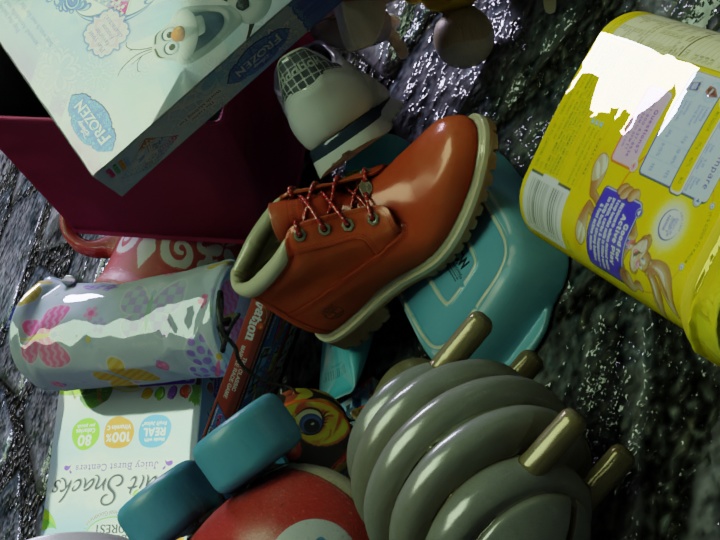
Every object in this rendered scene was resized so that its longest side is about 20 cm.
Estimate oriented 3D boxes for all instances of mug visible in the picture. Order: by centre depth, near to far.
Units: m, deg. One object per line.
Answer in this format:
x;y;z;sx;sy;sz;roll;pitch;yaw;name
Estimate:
-0.147;-0.063;1.156;0.133;0.177;0.201;-9;58;65;mug

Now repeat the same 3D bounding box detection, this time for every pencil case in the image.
-0.172;0.043;1.044;0.198;0.083;0.091;-5;57;24;pencil case

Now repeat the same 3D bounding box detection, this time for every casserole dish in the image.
0.065;-0.009;0.882;0.122;0.039;0.200;-56;31;20;casserole dish

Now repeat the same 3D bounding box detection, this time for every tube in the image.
0.000;0.000;0.982;0.077;0.050;0.202;131;151;-69;tube

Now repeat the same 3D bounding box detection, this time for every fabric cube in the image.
-0.151;-0.152;1.034;0.194;0.200;0.202;2;68;14;fabric cube

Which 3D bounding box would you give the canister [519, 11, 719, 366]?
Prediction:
0.173;-0.046;0.672;0.149;0.086;0.200;-63;27;8;canister

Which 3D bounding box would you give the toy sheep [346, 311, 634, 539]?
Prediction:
0.063;0.111;0.707;0.139;0.137;0.200;-59;35;14;toy sheep

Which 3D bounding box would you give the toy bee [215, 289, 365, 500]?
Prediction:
-0.041;0.124;0.883;0.131;0.108;0.202;-98;9;-60;toy bee

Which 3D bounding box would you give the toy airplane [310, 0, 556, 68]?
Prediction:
0.047;-0.200;0.947;0.198;0.142;0.200;-29;20;3;toy airplane

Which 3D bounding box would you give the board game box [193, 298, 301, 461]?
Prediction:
-0.072;0.065;0.994;0.201;0.019;0.103;-69;-11;16;board game box

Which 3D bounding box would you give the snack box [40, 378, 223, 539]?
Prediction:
-0.178;0.147;1.085;0.141;0.053;0.202;-6;69;25;snack box

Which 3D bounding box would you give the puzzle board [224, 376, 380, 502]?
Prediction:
-0.049;0.182;0.962;0.200;0.017;0.152;-40;38;41;puzzle board

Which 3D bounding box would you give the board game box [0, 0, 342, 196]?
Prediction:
-0.143;-0.187;0.900;0.199;0.043;0.200;-40;65;3;board game box

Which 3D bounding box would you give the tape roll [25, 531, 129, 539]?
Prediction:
-0.201;0.304;0.942;0.203;0.202;0.139;-56;31;19;tape roll

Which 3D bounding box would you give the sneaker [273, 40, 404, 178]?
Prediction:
-0.021;-0.123;0.945;0.076;0.081;0.200;-37;8;4;sneaker

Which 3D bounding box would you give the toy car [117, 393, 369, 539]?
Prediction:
-0.085;0.206;0.744;0.177;0.185;0.200;-40;-6;39;toy car

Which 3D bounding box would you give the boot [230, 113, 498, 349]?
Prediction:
0.001;-0.034;0.861;0.200;0.107;0.075;-48;34;29;boot
